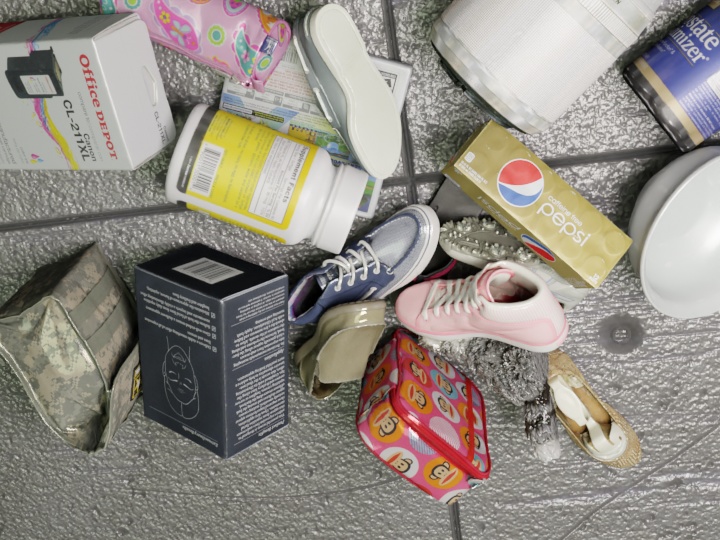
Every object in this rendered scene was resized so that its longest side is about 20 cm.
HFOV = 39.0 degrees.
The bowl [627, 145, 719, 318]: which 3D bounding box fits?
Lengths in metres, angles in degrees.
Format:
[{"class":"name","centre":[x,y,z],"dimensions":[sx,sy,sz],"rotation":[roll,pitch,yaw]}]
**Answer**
[{"class":"bowl","centre":[0.362,-0.055,1.101],"dimensions":[0.201,0.090,0.201],"rotation":[-12,123,-20]}]

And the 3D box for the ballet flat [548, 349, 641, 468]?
[{"class":"ballet flat","centre":[0.273,0.182,1.234],"dimensions":[0.070,0.065,0.200],"rotation":[-40,104,19]}]

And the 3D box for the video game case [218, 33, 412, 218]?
[{"class":"video game case","centre":[-0.060,-0.167,1.146],"dimensions":[0.200,0.022,0.182],"rotation":[14,112,-2]}]

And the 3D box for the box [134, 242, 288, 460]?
[{"class":"box","centre":[-0.170,0.090,1.179],"dimensions":[0.148,0.107,0.200],"rotation":[19,117,36]}]

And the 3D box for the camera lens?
[{"class":"camera lens","centre":[0.182,-0.250,1.018],"dimensions":[0.160,0.160,0.200],"rotation":[40,109,-11]}]

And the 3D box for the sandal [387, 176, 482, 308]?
[{"class":"sandal","centre":[0.085,-0.032,1.175],"dimensions":[0.075,0.045,0.200],"rotation":[25,112,-7]}]

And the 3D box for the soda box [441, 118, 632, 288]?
[{"class":"soda box","centre":[0.185,-0.068,1.075],"dimensions":[0.200,0.064,0.068],"rotation":[40,83,-6]}]

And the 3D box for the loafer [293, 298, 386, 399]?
[{"class":"loafer","centre":[-0.018,0.093,1.175],"dimensions":[0.076,0.068,0.200],"rotation":[-8,157,-25]}]

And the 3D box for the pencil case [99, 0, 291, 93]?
[{"class":"pencil case","centre":[-0.173,-0.259,1.068],"dimensions":[0.200,0.087,0.088],"rotation":[26,112,7]}]

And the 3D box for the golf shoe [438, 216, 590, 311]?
[{"class":"golf shoe","centre":[0.175,0.003,1.156],"dimensions":[0.200,0.078,0.097],"rotation":[13,126,-13]}]

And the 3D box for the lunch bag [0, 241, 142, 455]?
[{"class":"lunch bag","centre":[-0.320,0.095,1.195],"dimensions":[0.117,0.164,0.200],"rotation":[-22,109,15]}]

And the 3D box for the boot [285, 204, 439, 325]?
[{"class":"boot","centre":[0.000,0.000,1.146],"dimensions":[0.200,0.090,0.073],"rotation":[-47,63,31]}]

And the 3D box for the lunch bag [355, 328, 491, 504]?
[{"class":"lunch bag","centre":[0.083,0.174,1.175],"dimensions":[0.176,0.200,0.082],"rotation":[41,111,-15]}]

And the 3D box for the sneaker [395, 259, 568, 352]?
[{"class":"sneaker","centre":[0.120,0.027,1.101],"dimensions":[0.200,0.075,0.105],"rotation":[9,150,29]}]

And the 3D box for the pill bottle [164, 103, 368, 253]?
[{"class":"pill bottle","centre":[-0.100,-0.095,1.105],"dimensions":[0.200,0.114,0.114],"rotation":[21,112,-4]}]

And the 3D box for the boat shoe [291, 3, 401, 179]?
[{"class":"boat shoe","centre":[-0.015,-0.191,1.101],"dimensions":[0.062,0.073,0.200],"rotation":[8,130,48]}]

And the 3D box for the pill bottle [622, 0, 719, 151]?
[{"class":"pill bottle","centre":[0.380,-0.222,1.039],"dimensions":[0.200,0.112,0.112],"rotation":[-38,104,17]}]

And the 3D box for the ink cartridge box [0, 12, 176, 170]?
[{"class":"ink cartridge box","centre":[-0.315,-0.188,1.083],"dimensions":[0.200,0.083,0.146],"rotation":[3,121,27]}]

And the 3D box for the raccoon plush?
[{"class":"raccoon plush","centre":[0.144,0.126,1.170],"dimensions":[0.134,0.097,0.200],"rotation":[-12,73,22]}]
